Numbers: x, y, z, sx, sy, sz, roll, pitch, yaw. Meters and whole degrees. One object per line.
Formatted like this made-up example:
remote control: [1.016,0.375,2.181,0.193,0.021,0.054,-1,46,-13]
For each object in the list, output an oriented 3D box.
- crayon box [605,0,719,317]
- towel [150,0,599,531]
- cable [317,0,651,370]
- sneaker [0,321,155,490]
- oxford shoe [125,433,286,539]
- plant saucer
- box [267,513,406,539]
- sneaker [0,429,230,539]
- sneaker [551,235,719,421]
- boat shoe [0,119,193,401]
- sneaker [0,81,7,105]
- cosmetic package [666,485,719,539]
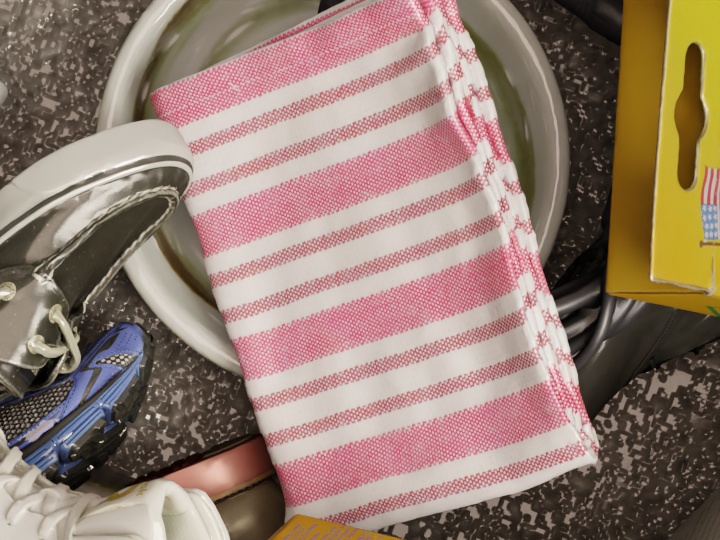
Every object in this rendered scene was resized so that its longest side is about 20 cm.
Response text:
crayon box: [0.156,-0.045,0.907,0.051,0.199,0.128,0,82,41]
towel: [0.000,0.000,0.916,0.146,0.030,0.201,-21,84,33]
cable: [0.071,-0.056,0.953,0.162,0.051,0.201,-11,77,-7]
sneaker: [-0.173,0.076,0.966,0.199,0.075,0.079,-33,83,-8]
oxford shoe: [-0.115,0.139,0.964,0.199,0.070,0.075,-25,91,-5]
plant saucer: [-0.012,-0.046,0.999,0.199,0.050,0.202,0,84,-3]
box: [0.057,0.167,0.825,0.199,0.041,0.120,12,111,16]
sneaker: [-0.110,0.084,0.830,0.115,0.074,0.200,-37,89,33]
sneaker: [0.140,0.004,0.994,0.091,0.076,0.200,37,85,-5]
boat shoe: [-0.139,0.021,0.922,0.200,0.071,0.064,-38,66,0]
sneaker: [-0.251,-0.072,0.980,0.199,0.071,0.100,18,85,4]
cosmetic package: [0.182,0.167,0.892,0.165,0.165,0.200,41,116,1]
